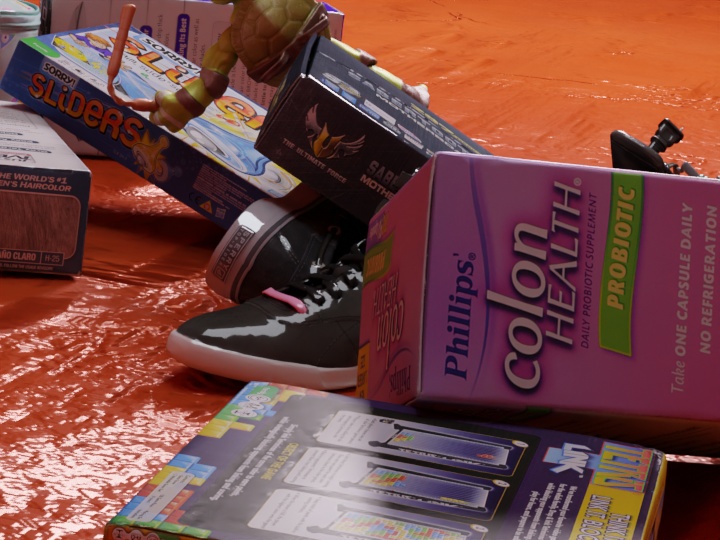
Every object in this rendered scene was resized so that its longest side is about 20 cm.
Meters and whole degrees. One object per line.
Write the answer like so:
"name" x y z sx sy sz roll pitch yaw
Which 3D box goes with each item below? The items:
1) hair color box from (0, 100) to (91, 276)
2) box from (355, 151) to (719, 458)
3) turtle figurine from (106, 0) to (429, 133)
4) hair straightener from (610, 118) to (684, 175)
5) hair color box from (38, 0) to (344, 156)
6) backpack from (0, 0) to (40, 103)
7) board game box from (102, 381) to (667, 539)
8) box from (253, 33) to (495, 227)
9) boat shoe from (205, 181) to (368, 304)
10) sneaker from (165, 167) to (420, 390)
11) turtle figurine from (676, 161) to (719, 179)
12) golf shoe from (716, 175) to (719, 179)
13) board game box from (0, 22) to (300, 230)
"hair color box" -0.217 -0.051 1.412 0.099 0.061 0.200 4 12 -17
"box" 0.109 0.020 1.050 0.198 0.097 0.176 4 -8 -7
"turtle figurine" -0.032 -0.132 1.435 0.161 0.200 0.064 45 -8 -25
"hair straightener" 0.171 -0.044 1.459 0.041 0.077 0.200 33 -3 22
"hair color box" -0.118 -0.131 1.713 0.199 0.110 0.065 3 12 -16
"backpack" -0.299 -0.149 1.620 0.199 0.154 0.176 12 7 -3
"board game box" 0.014 0.098 0.874 0.164 0.057 0.200 11 12 9
"box" 0.041 -0.042 1.338 0.199 0.051 0.158 35 10 -5
"boat shoe" -0.018 -0.008 1.328 0.066 0.070 0.200 32 11 9
"sneaker" 0.000 0.000 1.205 0.199 0.100 0.071 -3 17 -31
"turtle figurine" 0.254 -0.006 1.358 0.149 0.101 0.200 -7 16 -20
"golf shoe" 0.207 -0.003 1.214 0.097 0.079 0.200 23 -19 16
"board game box" -0.098 -0.080 1.512 0.199 0.035 0.135 32 19 14
